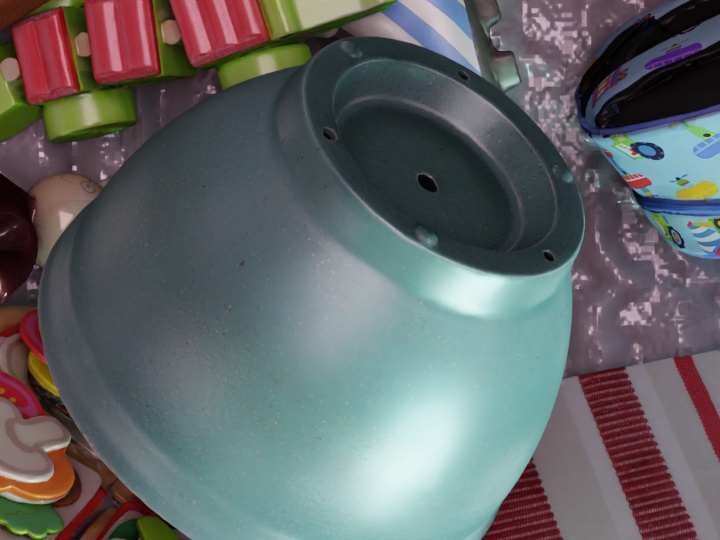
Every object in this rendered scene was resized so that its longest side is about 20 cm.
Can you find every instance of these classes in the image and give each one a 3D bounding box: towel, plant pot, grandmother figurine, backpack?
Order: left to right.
[{"bbox_3d":[-0.169,-0.023,0.926,0.200,0.121,0.061,6,127,-35],"label":"grandmother figurine"},{"bbox_3d":[0.000,0.000,0.887,0.200,0.200,0.134,35,125,-4],"label":"plant pot"},{"bbox_3d":[0.102,0.093,0.952,0.199,0.144,0.023,-10,127,-6],"label":"towel"},{"bbox_3d":[0.191,-0.060,0.943,0.199,0.183,0.135,-18,107,8],"label":"backpack"}]

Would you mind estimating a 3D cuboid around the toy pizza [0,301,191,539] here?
[{"bbox_3d":[-0.091,0.080,0.907,0.200,0.200,0.032,35,120,-4],"label":"toy pizza"}]

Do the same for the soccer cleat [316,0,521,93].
[{"bbox_3d":[-0.001,-0.142,0.977,0.086,0.070,0.201,-18,88,1],"label":"soccer cleat"}]

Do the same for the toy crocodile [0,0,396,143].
[{"bbox_3d":[-0.082,-0.094,0.954,0.199,0.062,0.068,-13,90,18],"label":"toy crocodile"}]

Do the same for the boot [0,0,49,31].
[{"bbox_3d":[-0.117,-0.188,0.969,0.200,0.068,0.189,-24,65,14],"label":"boot"}]
